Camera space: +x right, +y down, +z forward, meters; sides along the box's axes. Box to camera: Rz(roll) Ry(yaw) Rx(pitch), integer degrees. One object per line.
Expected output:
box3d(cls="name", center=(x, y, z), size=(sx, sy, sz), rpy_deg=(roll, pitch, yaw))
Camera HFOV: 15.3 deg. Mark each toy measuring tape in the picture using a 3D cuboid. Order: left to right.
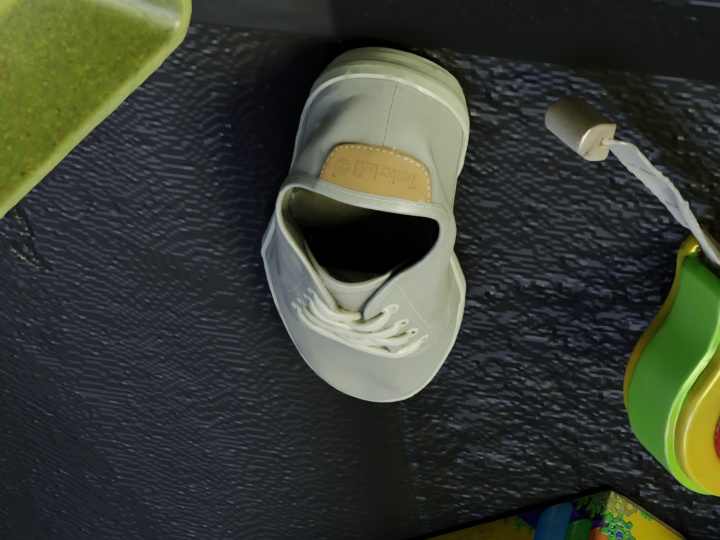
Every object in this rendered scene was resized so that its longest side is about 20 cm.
box3d(cls="toy measuring tape", center=(0.104, 0.022, 0.883), size=(0.073, 0.074, 0.200), rpy_deg=(-10, 144, 36))

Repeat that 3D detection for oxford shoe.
box3d(cls="oxford shoe", center=(0.000, 0.000, 0.914), size=(0.075, 0.058, 0.200), rpy_deg=(11, 151, 2))

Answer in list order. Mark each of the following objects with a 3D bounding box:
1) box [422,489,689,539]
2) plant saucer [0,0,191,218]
box3d(cls="box", center=(0.056, 0.219, 1.112), size=(0.122, 0.193, 0.200), rpy_deg=(34, 144, -30))
box3d(cls="plant saucer", center=(-0.132, -0.084, 0.699), size=(0.048, 0.200, 0.201), rpy_deg=(27, 147, 24))
